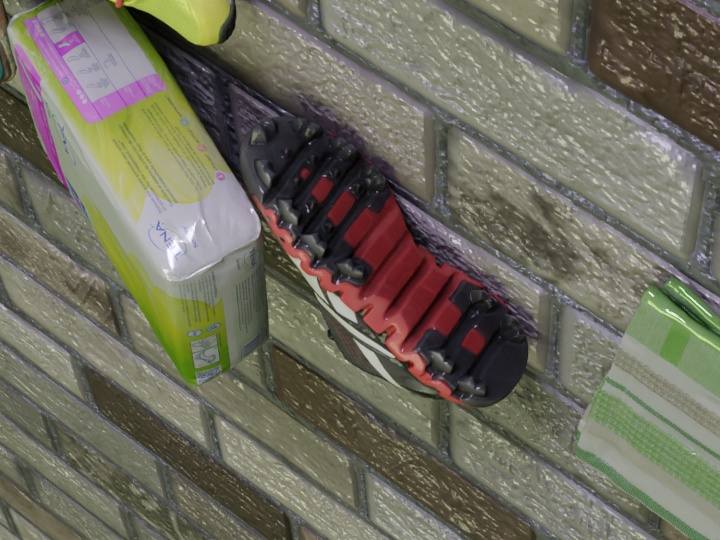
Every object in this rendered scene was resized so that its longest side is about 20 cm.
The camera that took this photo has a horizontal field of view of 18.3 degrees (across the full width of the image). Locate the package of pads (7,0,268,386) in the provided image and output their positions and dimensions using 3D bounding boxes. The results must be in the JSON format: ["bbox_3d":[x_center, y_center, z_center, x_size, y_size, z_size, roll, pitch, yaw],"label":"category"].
[{"bbox_3d":[-0.123,-0.052,1.276,0.200,0.068,0.155,56,166,21],"label":"package of pads"}]

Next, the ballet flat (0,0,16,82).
[{"bbox_3d":[-0.264,-0.199,1.321,0.200,0.071,0.071,44,158,-13],"label":"ballet flat"}]

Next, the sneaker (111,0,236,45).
[{"bbox_3d":[-0.152,-0.172,1.146,0.200,0.090,0.078,39,156,6],"label":"sneaker"}]

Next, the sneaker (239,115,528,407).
[{"bbox_3d":[0.000,0.000,1.229,0.200,0.071,0.098,46,156,-11],"label":"sneaker"}]

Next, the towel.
[{"bbox_3d":[0.188,0.088,1.140,0.149,0.031,0.200,35,155,11],"label":"towel"}]
